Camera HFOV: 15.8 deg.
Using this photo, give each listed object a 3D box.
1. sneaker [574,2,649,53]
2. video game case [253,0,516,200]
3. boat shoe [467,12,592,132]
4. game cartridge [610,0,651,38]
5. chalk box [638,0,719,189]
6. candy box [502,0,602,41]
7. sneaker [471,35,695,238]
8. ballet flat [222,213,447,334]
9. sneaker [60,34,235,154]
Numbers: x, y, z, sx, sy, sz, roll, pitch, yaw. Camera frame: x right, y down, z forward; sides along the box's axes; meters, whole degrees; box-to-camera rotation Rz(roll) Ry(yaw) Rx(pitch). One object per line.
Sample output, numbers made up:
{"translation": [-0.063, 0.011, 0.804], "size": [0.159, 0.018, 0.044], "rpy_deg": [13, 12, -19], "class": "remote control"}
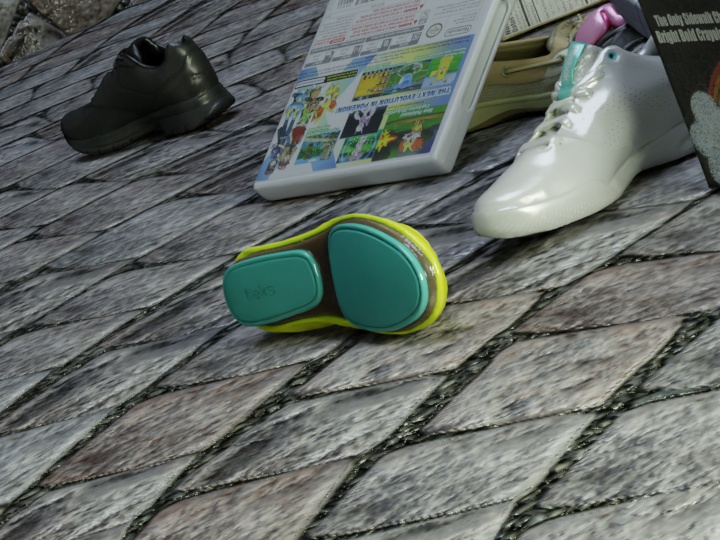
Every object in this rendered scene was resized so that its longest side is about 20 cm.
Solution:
{"translation": [0.236, -0.148, 1.657], "size": [0.199, 0.079, 0.095], "rpy_deg": [-23, 28, 10], "class": "sneaker"}
{"translation": [0.022, -0.139, 1.838], "size": [0.200, 0.022, 0.183], "rpy_deg": [-6, 55, 49], "class": "video game case"}
{"translation": [0.124, -0.149, 1.826], "size": [0.200, 0.063, 0.073], "rpy_deg": [-15, 15, 30], "class": "boat shoe"}
{"translation": [0.252, -0.178, 1.603], "size": [0.200, 0.041, 0.133], "rpy_deg": [24, 66, 45], "class": "game cartridge"}
{"translation": [0.228, -0.156, 1.377], "size": [0.124, 0.201, 0.125], "rpy_deg": [-27, 14, -19], "class": "chalk box"}
{"translation": [0.196, -0.259, 2.173], "size": [0.199, 0.055, 0.115], "rpy_deg": [-22, 13, 3], "class": "candy box"}
{"translation": [0.130, -0.086, 1.510], "size": [0.200, 0.089, 0.075], "rpy_deg": [-31, 17, -34], "class": "sneaker"}
{"translation": [0.000, 0.000, 1.443], "size": [0.067, 0.067, 0.200], "rpy_deg": [-15, 5, -35], "class": "ballet flat"}
{"translation": [-0.202, -0.165, 2.373], "size": [0.199, 0.091, 0.076], "rpy_deg": [-13, 17, 38], "class": "sneaker"}
